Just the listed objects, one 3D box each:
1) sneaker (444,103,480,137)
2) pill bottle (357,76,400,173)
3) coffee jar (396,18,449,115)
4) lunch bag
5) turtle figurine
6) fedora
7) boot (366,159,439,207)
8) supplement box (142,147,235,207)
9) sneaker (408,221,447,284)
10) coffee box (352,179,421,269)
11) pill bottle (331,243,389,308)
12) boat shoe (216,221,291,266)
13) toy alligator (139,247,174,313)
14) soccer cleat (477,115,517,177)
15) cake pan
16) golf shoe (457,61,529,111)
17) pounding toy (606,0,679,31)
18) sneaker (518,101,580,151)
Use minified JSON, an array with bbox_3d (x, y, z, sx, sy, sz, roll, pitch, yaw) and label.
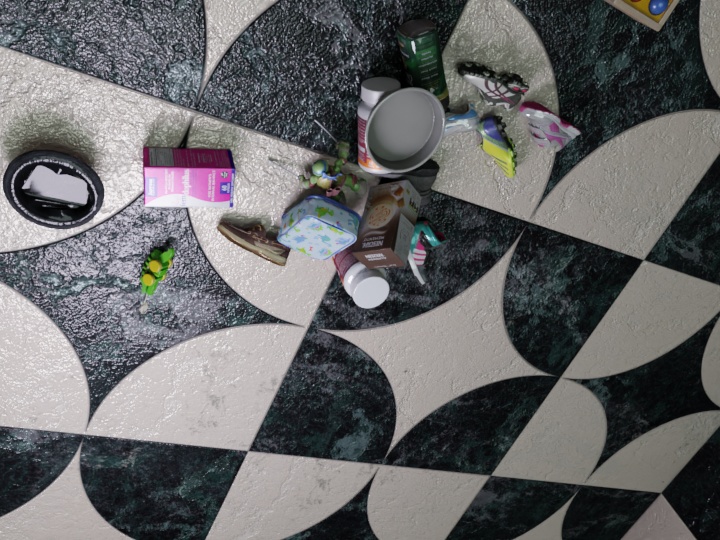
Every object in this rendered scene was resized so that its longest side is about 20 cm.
[{"bbox_3d":[0.194,-0.355,1.693,0.198,0.072,0.073,-18,93,1],"label":"sneaker"},{"bbox_3d":[0.047,-0.340,1.614,0.108,0.110,0.202,-10,127,-13],"label":"pill bottle"},{"bbox_3d":[0.145,-0.459,1.569,0.084,0.105,0.201,-22,127,-5],"label":"coffee jar"},{"bbox_3d":[-0.101,-0.102,1.684,0.159,0.083,0.200,23,152,-23],"label":"lunch bag"},{"bbox_3d":[-0.077,-0.246,1.658,0.145,0.199,0.194,-57,146,-4],"label":"turtle figurine"},{"bbox_3d":[-0.654,-0.187,1.477,0.198,0.092,0.203,-10,126,-13],"label":"fedora"},{"bbox_3d":[0.100,-0.215,1.751,0.197,0.070,0.133,3,131,-13],"label":"boot"},{"bbox_3d":[-0.388,-0.209,1.553,0.197,0.104,0.102,-1,125,-17],"label":"supplement box"},{"bbox_3d":[0.183,-0.057,1.881,0.119,0.084,0.201,-19,127,6],"label":"sneaker"},{"bbox_3d":[0.066,-0.111,1.677,0.113,0.202,0.080,-7,145,34],"label":"coffee box"},{"bbox_3d":[0.000,0.000,1.775,0.113,0.201,0.115,-9,126,-13],"label":"pill bottle"},{"bbox_3d":[-0.262,-0.082,1.718,0.199,0.072,0.073,28,81,-22],"label":"boat shoe"},{"bbox_3d":[-0.518,0.014,1.695,0.054,0.059,0.201,37,113,9],"label":"toy alligator"},{"bbox_3d":[0.352,-0.318,1.783,0.083,0.065,0.201,-11,138,25],"label":"soccer cleat"},{"bbox_3d":[0.097,-0.320,1.553,0.198,0.037,0.202,-12,127,-17],"label":"cake pan"},{"bbox_3d":[0.313,-0.442,1.664,0.198,0.078,0.089,10,127,-25],"label":"golf shoe"},{"bbox_3d":[0.666,-0.684,1.570,0.182,0.143,0.201,17,119,-25],"label":"pounding toy"},{"bbox_3d":[0.476,-0.364,1.770,0.198,0.082,0.089,22,113,-30],"label":"sneaker"}]
